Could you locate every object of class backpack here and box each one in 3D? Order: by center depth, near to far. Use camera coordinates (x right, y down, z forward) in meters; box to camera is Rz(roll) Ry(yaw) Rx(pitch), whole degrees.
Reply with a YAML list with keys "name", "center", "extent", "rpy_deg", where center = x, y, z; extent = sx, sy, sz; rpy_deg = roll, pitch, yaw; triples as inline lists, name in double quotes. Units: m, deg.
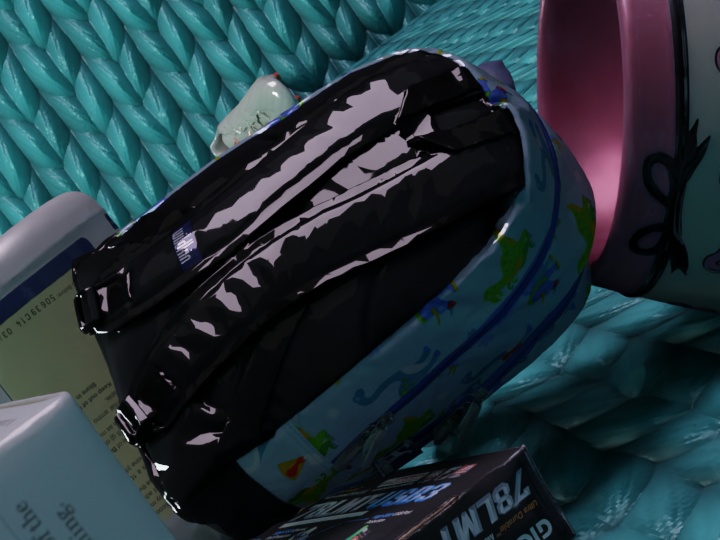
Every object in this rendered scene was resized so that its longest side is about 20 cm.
- name: "backpack"
  center: [0.000, 0.000, 1.045]
  extent: [0.200, 0.153, 0.163]
  rpy_deg: [-48, 45, 19]

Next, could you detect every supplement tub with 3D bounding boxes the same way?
- name: "supplement tub"
  center: [-0.124, 0.081, 1.177]
  extent: [0.145, 0.200, 0.145]
  rpy_deg: [-39, 2, 2]

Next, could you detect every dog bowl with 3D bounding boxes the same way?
- name: "dog bowl"
  center: [0.127, -0.078, 1.082]
  extent: [0.073, 0.201, 0.200]
  rpy_deg: [-3, 5, -8]

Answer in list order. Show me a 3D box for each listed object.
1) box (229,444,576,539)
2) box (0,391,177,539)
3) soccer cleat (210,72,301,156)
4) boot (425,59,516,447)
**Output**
- name: "box"
  center: [-0.043, 0.147, 1.008]
  extent: [0.198, 0.050, 0.200]
  rpy_deg: [-32, 7, -29]
- name: "box"
  center: [-0.114, 0.166, 0.749]
  extent: [0.171, 0.199, 0.200]
  rpy_deg: [-39, 8, -19]
- name: "soccer cleat"
  center: [-0.124, -0.175, 2.973]
  extent: [0.078, 0.069, 0.200]
  rpy_deg: [-44, 4, -19]
- name: "boot"
  center: [0.047, -0.003, 1.171]
  extent: [0.090, 0.201, 0.073]
  rpy_deg: [-15, 41, 1]
